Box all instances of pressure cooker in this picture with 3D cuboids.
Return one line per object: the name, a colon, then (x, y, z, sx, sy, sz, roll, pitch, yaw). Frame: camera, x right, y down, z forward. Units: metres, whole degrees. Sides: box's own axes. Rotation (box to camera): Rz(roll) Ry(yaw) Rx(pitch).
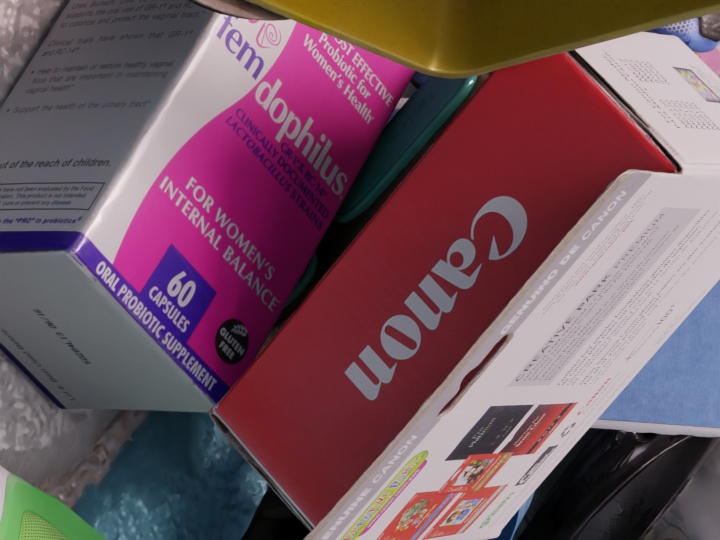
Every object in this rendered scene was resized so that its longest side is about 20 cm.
pressure cooker: (0.156, 0.093, 1.358, 0.199, 0.178, 0.177, -9, 102, -47)

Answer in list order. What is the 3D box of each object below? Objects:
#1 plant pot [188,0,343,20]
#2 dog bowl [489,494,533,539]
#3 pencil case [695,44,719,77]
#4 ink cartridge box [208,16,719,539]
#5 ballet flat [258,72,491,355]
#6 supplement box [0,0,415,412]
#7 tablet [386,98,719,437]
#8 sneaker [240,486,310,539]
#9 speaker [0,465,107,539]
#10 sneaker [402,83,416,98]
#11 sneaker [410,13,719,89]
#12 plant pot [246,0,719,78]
plant pot: (-0.101, -0.186, 1.051, 0.199, 0.197, 0.202, -2, 93, -46)
dog bowl: (0.024, 0.038, 1.267, 0.050, 0.111, 0.202, -13, 102, -66)
pencil case: (0.153, -0.071, 1.333, 0.199, 0.087, 0.083, -11, 145, -45)
ink cartridge box: (0.047, 0.009, 1.090, 0.200, 0.084, 0.175, -50, 159, 19)
ballet flat: (0.000, 0.000, 1.192, 0.067, 0.200, 0.068, 41, 19, -25)
supplement box: (-0.069, -0.054, 1.163, 0.101, 0.103, 0.201, 48, 57, -34)
tablet: (0.077, -0.002, 1.208, 0.014, 0.198, 0.131, -17, 109, -72)
sneaker: (-0.021, 0.160, 1.222, 0.098, 0.070, 0.202, -24, 127, -57)
speaker: (-0.119, 0.144, 1.131, 0.200, 0.088, 0.089, 45, 60, -38)
sneaker: (0.044, -0.019, 1.317, 0.114, 0.072, 0.202, 31, 60, -39)
sneaker: (0.068, -0.099, 1.238, 0.078, 0.199, 0.090, 14, 84, -48)
plant pot: (0.041, -0.188, 0.934, 0.199, 0.199, 0.178, 18, 67, -46)
